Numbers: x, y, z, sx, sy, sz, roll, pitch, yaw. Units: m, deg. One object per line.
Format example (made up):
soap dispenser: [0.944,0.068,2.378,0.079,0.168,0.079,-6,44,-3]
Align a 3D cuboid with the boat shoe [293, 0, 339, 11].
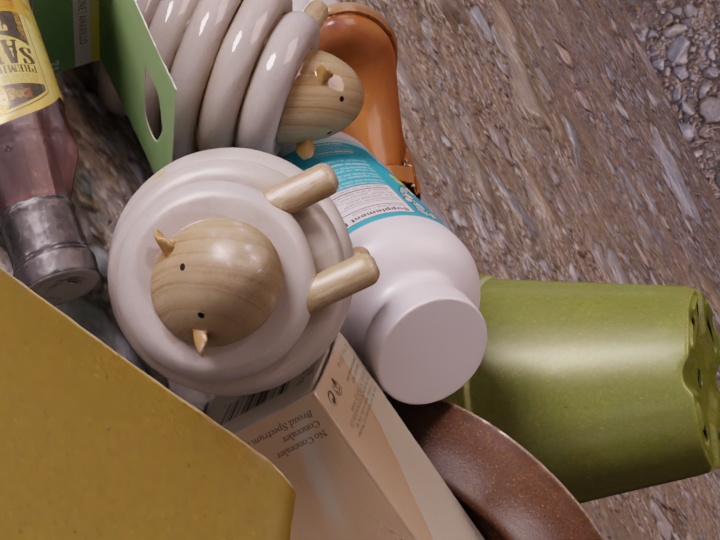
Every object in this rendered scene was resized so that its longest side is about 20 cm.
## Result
boat shoe: [-0.039,-0.180,1.359,0.200,0.074,0.067,48,21,-35]

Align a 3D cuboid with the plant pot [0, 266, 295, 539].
plant pot: [-0.148,0.136,0.494,0.194,0.195,0.200,42,36,-43]

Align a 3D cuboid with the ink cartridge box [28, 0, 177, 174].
ink cartridge box: [-0.156,-0.143,0.949,0.146,0.048,0.200,109,-39,-67]

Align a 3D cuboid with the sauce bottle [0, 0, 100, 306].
sauce bottle: [-0.178,-0.078,0.884,0.066,0.066,0.200,18,44,-63]

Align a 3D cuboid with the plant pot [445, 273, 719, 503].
plant pot: [0.142,0.080,1.192,0.200,0.190,0.200,-8,90,-70]

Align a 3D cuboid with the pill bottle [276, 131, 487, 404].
pill bottle: [0.000,0.000,1.062,0.111,0.111,0.200,45,3,-38]

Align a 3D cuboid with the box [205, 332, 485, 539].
box: [0.000,0.146,0.978,0.200,0.095,0.078,54,21,-14]

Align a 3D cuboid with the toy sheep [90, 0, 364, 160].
toy sheep: [-0.094,-0.129,1.066,0.200,0.138,0.138,17,21,5]

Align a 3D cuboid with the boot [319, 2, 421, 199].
boot: [0.002,-0.083,1.273,0.200,0.077,0.155,85,-5,-59]

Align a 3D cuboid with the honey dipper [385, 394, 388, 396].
honey dipper: [0.067,0.084,1.319,0.038,0.038,0.200,63,18,7]

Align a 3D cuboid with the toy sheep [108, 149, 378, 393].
toy sheep: [-0.064,0.000,0.913,0.138,0.138,0.200,61,0,1]

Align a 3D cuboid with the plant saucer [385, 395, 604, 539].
plant saucer: [0.069,0.161,1.063,0.037,0.200,0.200,-43,108,-27]
